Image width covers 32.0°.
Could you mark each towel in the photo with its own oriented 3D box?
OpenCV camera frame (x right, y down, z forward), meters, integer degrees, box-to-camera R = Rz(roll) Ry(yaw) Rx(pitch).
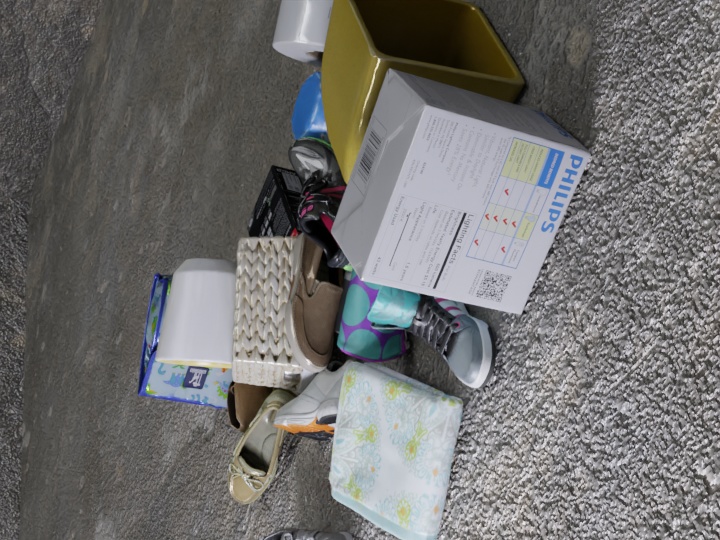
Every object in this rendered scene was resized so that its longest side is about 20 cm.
[{"bbox_3d":[0.036,0.211,1.478,0.199,0.048,0.174,18,101,52],"label":"towel"}]

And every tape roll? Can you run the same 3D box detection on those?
[{"bbox_3d":[-0.016,-0.311,1.672,0.202,0.200,0.072,15,92,65],"label":"tape roll"}]

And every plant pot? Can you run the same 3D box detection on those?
[{"bbox_3d":[0.052,-0.204,1.512,0.197,0.191,0.202,-111,34,-49],"label":"plant pot"}]

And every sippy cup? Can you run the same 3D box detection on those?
[{"bbox_3d":[-0.020,-0.207,1.712,0.179,0.129,0.140,-62,27,27],"label":"sippy cup"}]

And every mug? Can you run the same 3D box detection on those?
[{"bbox_3d":[-0.243,0.064,1.889,0.184,0.149,0.156,-1,82,28],"label":"mug"}]

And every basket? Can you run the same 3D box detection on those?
[{"bbox_3d":[-0.119,0.059,1.783,0.136,0.121,0.203,104,169,-70],"label":"basket"}]

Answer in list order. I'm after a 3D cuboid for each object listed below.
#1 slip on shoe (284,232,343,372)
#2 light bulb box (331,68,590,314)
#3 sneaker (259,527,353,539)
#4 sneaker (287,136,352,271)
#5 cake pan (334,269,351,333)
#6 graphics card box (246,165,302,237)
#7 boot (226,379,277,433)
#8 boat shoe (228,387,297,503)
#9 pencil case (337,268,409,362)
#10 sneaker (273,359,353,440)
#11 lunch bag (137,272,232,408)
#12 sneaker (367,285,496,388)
[{"bbox_3d":[-0.053,0.034,1.681,0.060,0.076,0.203,-21,55,41],"label":"slip on shoe"},{"bbox_3d":[0.102,-0.082,1.326,0.201,0.197,0.125,-68,25,20],"label":"light bulb box"},{"bbox_3d":[-0.071,0.375,1.638,0.199,0.081,0.076,-19,62,62],"label":"sneaker"},{"bbox_3d":[-0.046,-0.090,1.631,0.077,0.083,0.202,-48,61,42],"label":"sneaker"},{"bbox_3d":[0.000,0.000,1.700,0.200,0.036,0.203,-38,47,54],"label":"cake pan"},{"bbox_3d":[-0.121,-0.059,1.968,0.127,0.050,0.201,-65,29,28],"label":"graphics card box"},{"bbox_3d":[-0.165,0.160,1.942,0.074,0.074,0.203,127,147,-48],"label":"boot"},{"bbox_3d":[-0.150,0.267,1.850,0.202,0.073,0.063,-60,-8,24],"label":"boat shoe"},{"bbox_3d":[0.032,0.010,1.569,0.085,0.091,0.203,-21,-58,-81],"label":"pencil case"},{"bbox_3d":[-0.048,0.174,1.704,0.199,0.075,0.093,-20,54,53],"label":"sneaker"},{"bbox_3d":[-0.269,0.119,2.062,0.127,0.167,0.203,-160,81,-71],"label":"lunch bag"},{"bbox_3d":[0.071,0.055,1.425,0.085,0.119,0.201,-67,28,23],"label":"sneaker"}]
